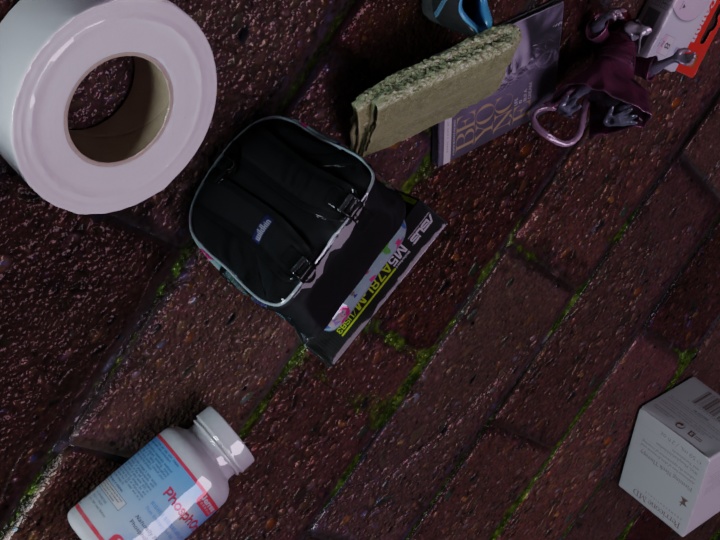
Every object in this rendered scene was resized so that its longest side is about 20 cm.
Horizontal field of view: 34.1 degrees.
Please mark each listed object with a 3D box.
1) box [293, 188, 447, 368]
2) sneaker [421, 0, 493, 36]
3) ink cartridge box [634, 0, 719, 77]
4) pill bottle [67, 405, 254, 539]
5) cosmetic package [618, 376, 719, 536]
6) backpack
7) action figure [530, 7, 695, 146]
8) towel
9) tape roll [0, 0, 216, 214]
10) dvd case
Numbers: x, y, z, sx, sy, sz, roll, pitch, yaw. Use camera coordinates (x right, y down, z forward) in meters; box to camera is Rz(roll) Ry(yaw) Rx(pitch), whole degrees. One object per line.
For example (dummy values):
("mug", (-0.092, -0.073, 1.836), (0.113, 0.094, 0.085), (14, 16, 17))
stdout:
("box", (0.000, 0.000, 1.283), (0.047, 0.200, 0.194), (41, 89, -13))
("sneaker", (0.101, -0.332, 1.195), (0.073, 0.082, 0.201), (-34, 138, -18))
("ink cartridge box", (0.453, -0.344, 1.575), (0.198, 0.057, 0.164), (9, 113, -44))
("pill bottle", (-0.219, 0.248, 1.312), (0.199, 0.109, 0.109), (-40, 141, -14))
("cosmetic package", (0.614, 0.347, 2.195), (0.165, 0.167, 0.202), (-22, 133, -33))
("backpack", (-0.065, -0.049, 1.159), (0.178, 0.199, 0.150), (-54, 147, -3))
("action figure", (0.318, -0.244, 1.463), (0.149, 0.133, 0.201), (-40, -161, 47))
("towel", (0.076, -0.192, 1.255), (0.198, 0.037, 0.149), (-27, 169, -11))
("tape roll", (-0.224, -0.154, 1.016), (0.201, 0.071, 0.205), (-26, 135, -28))
("dvd case", (0.164, -0.224, 1.400), (0.198, 0.016, 0.150), (-28, 137, -27))
